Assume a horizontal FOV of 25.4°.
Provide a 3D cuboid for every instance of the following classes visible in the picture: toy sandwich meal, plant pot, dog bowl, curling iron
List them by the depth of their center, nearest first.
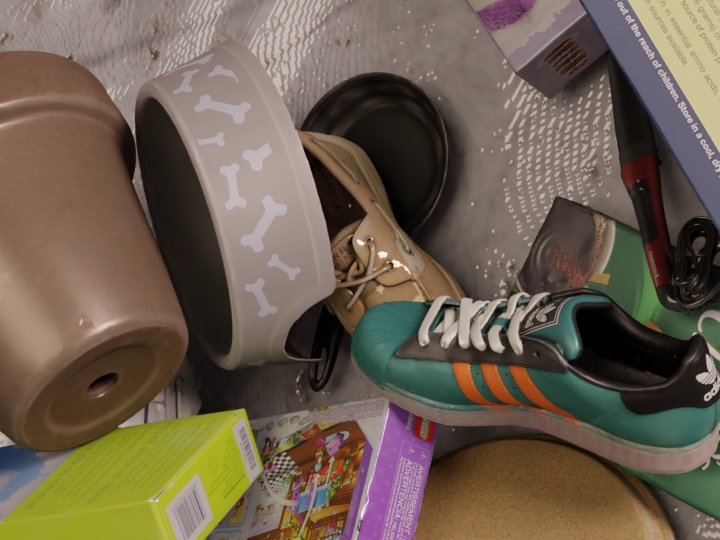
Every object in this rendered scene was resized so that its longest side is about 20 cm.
[{"bbox_3d":[0.079,0.183,0.870,0.205,0.070,0.206,-12,49,14],"label":"toy sandwich meal"},{"bbox_3d":[0.163,-0.057,0.870,0.049,0.026,0.200,-18,50,8],"label":"curling iron"},{"bbox_3d":[-0.189,0.004,0.913,0.200,0.200,0.175,-46,66,16],"label":"plant pot"},{"bbox_3d":[-0.079,-0.032,0.945,0.059,0.200,0.200,-18,64,-18],"label":"dog bowl"}]

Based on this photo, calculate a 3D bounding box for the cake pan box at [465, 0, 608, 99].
[{"bbox_3d":[0.132,-0.229,0.926,0.200,0.052,0.184,-38,60,17],"label":"cake pan box"}]

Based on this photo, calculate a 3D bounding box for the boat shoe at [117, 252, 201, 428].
[{"bbox_3d":[-0.131,0.082,1.003,0.072,0.066,0.201,-11,77,52],"label":"boat shoe"}]

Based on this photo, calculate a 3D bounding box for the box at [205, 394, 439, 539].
[{"bbox_3d":[-0.042,0.151,0.910,0.200,0.039,0.137,-16,54,53],"label":"box"}]

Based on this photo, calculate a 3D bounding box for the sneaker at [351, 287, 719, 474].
[{"bbox_3d":[0.087,0.038,0.815,0.200,0.080,0.071,12,45,20],"label":"sneaker"}]

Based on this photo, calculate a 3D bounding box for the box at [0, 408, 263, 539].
[{"bbox_3d":[-0.169,0.132,0.899,0.200,0.122,0.048,-11,105,23],"label":"box"}]

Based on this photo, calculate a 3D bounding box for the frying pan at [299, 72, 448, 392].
[{"bbox_3d":[0.012,-0.028,0.979,0.115,0.031,0.191,-15,76,30],"label":"frying pan"}]

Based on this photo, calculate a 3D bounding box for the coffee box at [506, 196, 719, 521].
[{"bbox_3d":[0.167,0.051,0.860,0.200,0.044,0.123,29,96,33],"label":"coffee box"}]

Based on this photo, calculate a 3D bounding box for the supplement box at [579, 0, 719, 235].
[{"bbox_3d":[0.231,-0.128,0.767,0.200,0.134,0.200,-32,82,18],"label":"supplement box"}]

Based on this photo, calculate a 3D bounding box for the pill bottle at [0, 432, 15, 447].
[{"bbox_3d":[-0.222,0.127,1.044,0.113,0.113,0.201,-1,80,31],"label":"pill bottle"}]

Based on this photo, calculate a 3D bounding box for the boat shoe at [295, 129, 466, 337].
[{"bbox_3d":[0.000,0.000,0.924,0.071,0.064,0.200,-44,59,20],"label":"boat shoe"}]
